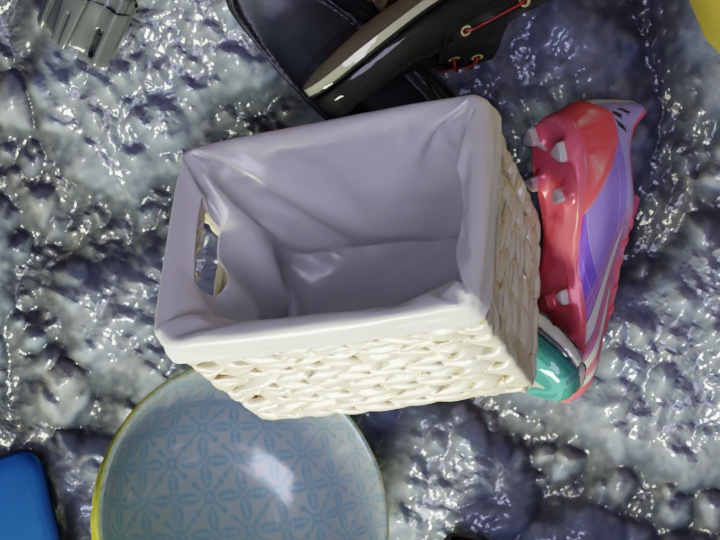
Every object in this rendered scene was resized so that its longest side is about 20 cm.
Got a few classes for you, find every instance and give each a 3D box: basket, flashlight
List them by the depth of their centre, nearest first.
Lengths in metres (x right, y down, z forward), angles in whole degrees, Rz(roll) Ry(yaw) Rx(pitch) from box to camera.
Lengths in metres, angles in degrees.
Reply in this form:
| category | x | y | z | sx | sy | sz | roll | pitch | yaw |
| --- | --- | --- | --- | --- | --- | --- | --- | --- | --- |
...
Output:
| category | x | y | z | sx | sy | sz | roll | pitch | yaw |
| --- | --- | --- | --- | --- | --- | --- | --- | --- | --- |
| basket | 0.000 | 0.000 | 0.976 | 0.198 | 0.137 | 0.123 | -8 | 149 | 23 |
| flashlight | -0.139 | -0.229 | 1.020 | 0.067 | 0.068 | 0.201 | 26 | 115 | -6 |

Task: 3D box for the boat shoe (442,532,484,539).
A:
| category | x | y | z | sx | sy | sz | roll | pitch | yaw |
| --- | --- | --- | --- | --- | --- | --- | --- | --- | --- |
| boat shoe | 0.134 | 0.229 | 1.125 | 0.198 | 0.075 | 0.074 | 15 | 111 | 2 |

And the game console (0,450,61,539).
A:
| category | x | y | z | sx | sy | sz | roll | pitch | yaw |
| --- | --- | --- | --- | --- | --- | --- | --- | --- | --- |
| game console | -0.276 | 0.247 | 1.223 | 0.198 | 0.119 | 0.171 | -19 | 136 | 15 |

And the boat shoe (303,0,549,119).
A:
| category | x | y | z | sx | sy | sz | roll | pitch | yaw |
| --- | --- | --- | --- | --- | --- | --- | --- | --- | --- |
| boat shoe | 0.058 | -0.146 | 0.980 | 0.201 | 0.074 | 0.063 | -36 | 106 | -11 |

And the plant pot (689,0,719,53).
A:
| category | x | y | z | sx | sy | sz | roll | pitch | yaw |
| --- | --- | --- | --- | --- | --- | --- | --- | --- | --- |
| plant pot | 0.263 | -0.183 | 0.858 | 0.194 | 0.201 | 0.195 | -28 | 126 | 10 |

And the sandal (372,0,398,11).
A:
| category | x | y | z | sx | sy | sz | roll | pitch | yaw |
| --- | --- | --- | --- | --- | --- | --- | --- | --- | --- |
| sandal | 0.048 | -0.246 | 0.985 | 0.054 | 0.080 | 0.201 | 40 | 117 | 19 |

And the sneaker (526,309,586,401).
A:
| category | x | y | z | sx | sy | sz | roll | pitch | yaw |
| --- | --- | --- | --- | --- | --- | --- | --- | --- | --- |
| sneaker | 0.044 | 0.052 | 1.050 | 0.198 | 0.080 | 0.078 | 12 | 142 | 27 |

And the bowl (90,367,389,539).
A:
| category | x | y | z | sx | sy | sz | roll | pitch | yaw |
| --- | --- | --- | --- | --- | --- | --- | --- | --- | --- |
| bowl | -0.092 | 0.169 | 1.109 | 0.200 | 0.201 | 0.108 | 43 | 152 | -7 |

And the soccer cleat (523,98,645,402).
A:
| category | x | y | z | sx | sy | sz | roll | pitch | yaw |
| --- | --- | --- | --- | --- | --- | --- | --- | --- | --- |
| soccer cleat | 0.142 | -0.010 | 1.052 | 0.076 | 0.067 | 0.202 | -16 | 119 | -24 |

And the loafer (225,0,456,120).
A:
| category | x | y | z | sx | sy | sz | roll | pitch | yaw |
| --- | --- | --- | --- | --- | --- | --- | --- | --- | --- |
| loafer | 0.000 | -0.118 | 1.029 | 0.200 | 0.070 | 0.068 | 40 | 109 | -6 |
